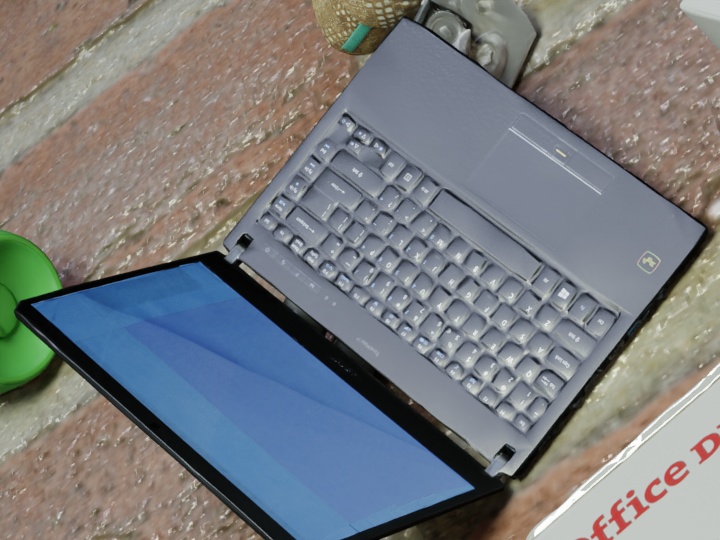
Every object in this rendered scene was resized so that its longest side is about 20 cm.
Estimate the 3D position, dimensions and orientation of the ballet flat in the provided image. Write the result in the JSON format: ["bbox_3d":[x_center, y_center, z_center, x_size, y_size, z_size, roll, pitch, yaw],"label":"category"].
[{"bbox_3d":[0.006,-0.177,1.253,0.065,0.070,0.201,-57,15,42],"label":"ballet flat"}]

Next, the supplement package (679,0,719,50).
[{"bbox_3d":[0.230,-0.087,0.905,0.114,0.109,0.200,-56,37,-7],"label":"supplement package"}]

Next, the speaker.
[{"bbox_3d":[-0.238,0.024,1.318,0.199,0.088,0.089,-4,56,44],"label":"speaker"}]

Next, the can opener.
[{"bbox_3d":[0.016,-0.038,1.151,0.201,0.053,0.067,-65,7,-18],"label":"can opener"}]

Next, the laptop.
[{"bbox_3d":[0.000,0.000,1.030,0.177,0.103,0.200,38,88,30],"label":"laptop"}]

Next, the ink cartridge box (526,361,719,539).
[{"bbox_3d":[0.156,0.124,0.824,0.147,0.083,0.200,-42,38,10],"label":"ink cartridge box"}]
